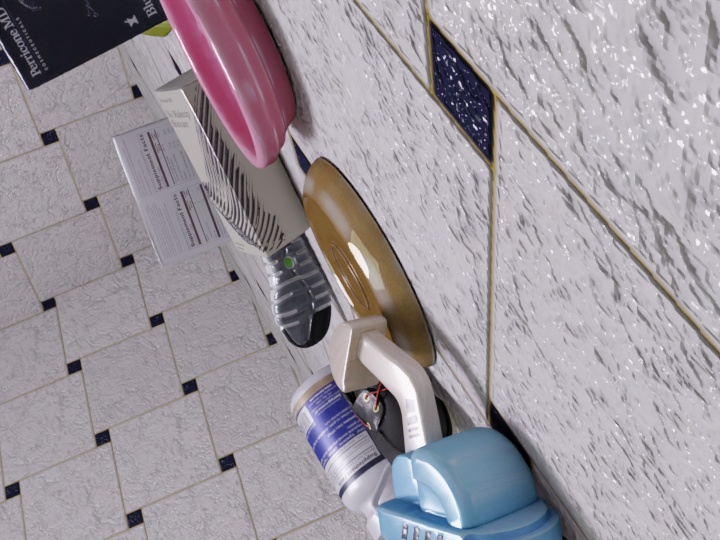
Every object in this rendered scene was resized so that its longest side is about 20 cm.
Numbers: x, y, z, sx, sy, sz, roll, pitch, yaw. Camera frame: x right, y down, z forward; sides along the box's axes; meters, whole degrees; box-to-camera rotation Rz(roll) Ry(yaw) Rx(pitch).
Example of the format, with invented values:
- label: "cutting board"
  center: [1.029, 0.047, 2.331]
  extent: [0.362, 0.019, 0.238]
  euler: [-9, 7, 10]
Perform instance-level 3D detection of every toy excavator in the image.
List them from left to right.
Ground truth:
- label: "toy excavator"
  center: [0.056, 0.136, 0.674]
  extent: [0.194, 0.099, 0.202]
  euler: [-1, 96, 55]

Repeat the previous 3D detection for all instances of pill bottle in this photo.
- label: "pill bottle"
  center: [0.009, 0.214, 1.115]
  extent: [0.201, 0.115, 0.116]
  euler: [56, 170, 25]

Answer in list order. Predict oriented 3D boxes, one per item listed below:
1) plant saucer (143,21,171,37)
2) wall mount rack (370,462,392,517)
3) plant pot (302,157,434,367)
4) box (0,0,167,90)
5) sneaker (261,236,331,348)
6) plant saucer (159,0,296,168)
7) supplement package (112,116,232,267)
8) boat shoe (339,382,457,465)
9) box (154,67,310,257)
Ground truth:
- label: "plant saucer"
  center: [-0.334, -0.415, 1.302]
  extent: [0.201, 0.048, 0.200]
  euler: [64, 170, -15]
- label: "wall mount rack"
  center: [0.100, 0.241, 0.858]
  extent: [0.172, 0.075, 0.201]
  euler: [17, 156, 16]
- label: "plant pot"
  center: [0.000, 0.000, 0.796]
  extent: [0.201, 0.027, 0.200]
  euler: [58, 171, 14]
- label: "box"
  center: [-0.313, -0.326, 0.982]
  extent: [0.198, 0.199, 0.117]
  euler: [64, 170, -24]
- label: "sneaker"
  center: [-0.093, -0.010, 1.174]
  extent: [0.116, 0.074, 0.202]
  euler: [-129, 22, -67]
- label: "plant saucer"
  center: [-0.110, -0.184, 0.767]
  extent: [0.202, 0.051, 0.201]
  euler: [58, 170, 16]
- label: "supplement package"
  center: [-0.216, -0.107, 1.135]
  extent: [0.200, 0.110, 0.157]
  euler: [-139, 30, -77]
- label: "boat shoe"
  center: [0.024, 0.117, 0.840]
  extent: [0.063, 0.074, 0.201]
  euler: [41, -176, -26]
- label: "box"
  center: [-0.133, -0.117, 0.993]
  extent: [0.082, 0.068, 0.201]
  euler: [11, 132, 56]
